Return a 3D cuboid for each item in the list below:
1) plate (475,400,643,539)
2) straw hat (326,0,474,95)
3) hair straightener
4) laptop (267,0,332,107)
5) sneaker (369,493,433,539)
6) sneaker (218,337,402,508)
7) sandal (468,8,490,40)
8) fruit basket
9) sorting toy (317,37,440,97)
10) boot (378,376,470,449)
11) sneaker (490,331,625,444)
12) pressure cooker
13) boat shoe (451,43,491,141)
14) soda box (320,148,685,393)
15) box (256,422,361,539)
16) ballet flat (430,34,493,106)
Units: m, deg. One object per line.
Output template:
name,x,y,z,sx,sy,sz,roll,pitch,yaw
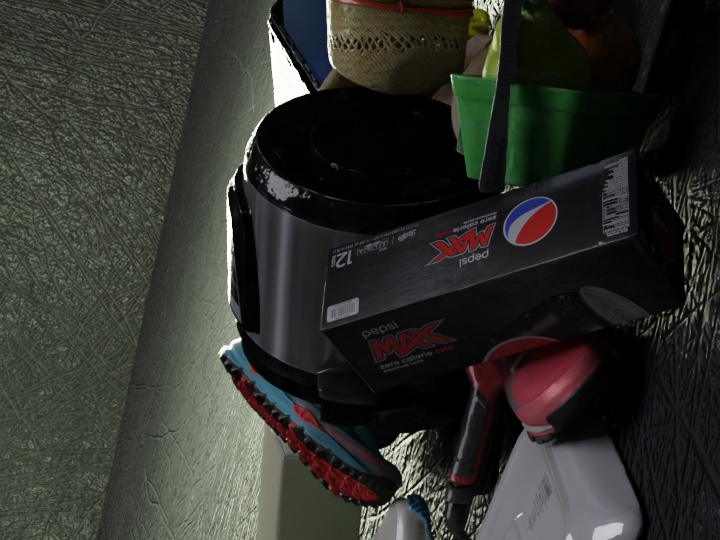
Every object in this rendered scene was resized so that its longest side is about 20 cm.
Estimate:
plate,0.099,0.178,1.289,0.200,0.032,0.201,-102,30,-67
straw hat,0.024,-0.161,1.464,0.201,0.200,0.086,-137,49,-77
hair straightener,0.091,0.093,1.443,0.077,0.041,0.201,41,-123,-69
laptop,-0.012,-0.134,1.714,0.178,0.103,0.200,86,158,-50
sneaker,-0.003,0.244,1.563,0.077,0.080,0.201,-97,26,-65
sneaker,-0.022,0.087,1.590,0.095,0.079,0.200,-39,48,-8
sandal,0.054,-0.140,1.779,0.080,0.087,0.201,120,160,-44
fruit basket,0.116,-0.147,1.299,0.185,0.093,0.201,-8,-80,-61
sorting toy,0.009,-0.073,1.596,0.036,0.185,0.201,27,85,35
boot,0.040,0.043,1.648,0.200,0.065,0.166,134,141,-73
sneaker,0.093,0.037,1.311,0.074,0.087,0.200,-45,16,5
pressure cooker,0.003,0.001,1.469,0.178,0.175,0.201,33,132,37
boat shoe,0.119,-0.136,1.424,0.065,0.072,0.200,-49,4,44
soda box,0.080,0.004,1.243,0.199,0.071,0.064,-17,45,25
box,-0.042,0.213,1.691,0.082,0.068,0.201,-118,31,-64
ballet flat,0.096,-0.126,1.593,0.067,0.068,0.200,-22,19,30
